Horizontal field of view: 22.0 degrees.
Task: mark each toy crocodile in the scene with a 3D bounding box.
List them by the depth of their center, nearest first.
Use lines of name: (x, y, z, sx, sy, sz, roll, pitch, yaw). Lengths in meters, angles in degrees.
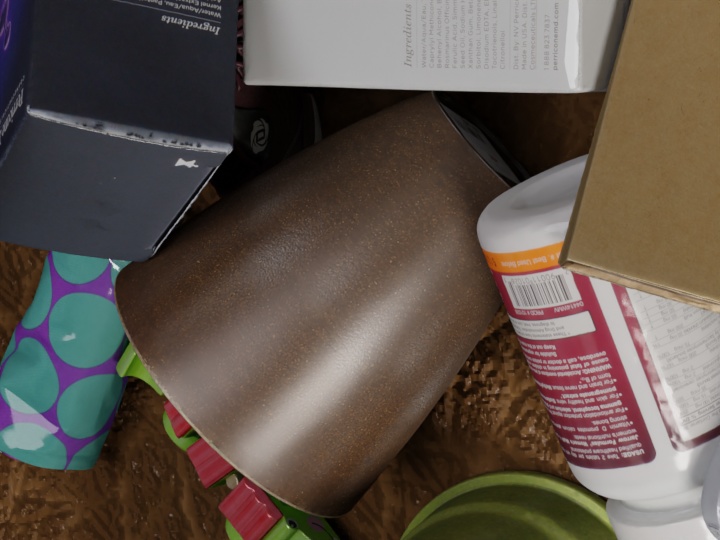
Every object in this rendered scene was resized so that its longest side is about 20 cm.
toy crocodile: (-0.076, 0.116, 1.137, 0.068, 0.062, 0.200, -44, 72, 30)

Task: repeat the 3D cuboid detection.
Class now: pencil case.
pencil case: (-0.183, 0.031, 1.186, 0.092, 0.085, 0.200, 29, 111, 14)

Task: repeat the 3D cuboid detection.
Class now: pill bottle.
pill bottle: (0.142, 0.045, 0.931, 0.110, 0.110, 0.200, -13, 106, 34)

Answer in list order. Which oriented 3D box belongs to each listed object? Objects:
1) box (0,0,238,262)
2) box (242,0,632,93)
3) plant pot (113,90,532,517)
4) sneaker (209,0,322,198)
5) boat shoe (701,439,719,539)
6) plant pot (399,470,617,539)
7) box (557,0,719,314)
box: (-0.133, -0.126, 0.964, 0.148, 0.104, 0.200, 135, 140, -57)
box: (0.061, -0.147, 0.961, 0.200, 0.152, 0.106, 6, 99, 33)
plant pot: (0.000, 0.000, 1.019, 0.200, 0.187, 0.187, -44, 71, 14)
sneaker: (-0.077, -0.133, 1.058, 0.076, 0.116, 0.200, -8, 102, 25)
boat shoe: (0.226, 0.045, 0.881, 0.062, 0.072, 0.200, -4, 62, 59)
plant pot: (0.048, 0.222, 0.991, 0.200, 0.184, 0.200, 4, 97, 33)
box: (0.195, -0.073, 0.863, 0.163, 0.021, 0.200, 16, 77, 1)
